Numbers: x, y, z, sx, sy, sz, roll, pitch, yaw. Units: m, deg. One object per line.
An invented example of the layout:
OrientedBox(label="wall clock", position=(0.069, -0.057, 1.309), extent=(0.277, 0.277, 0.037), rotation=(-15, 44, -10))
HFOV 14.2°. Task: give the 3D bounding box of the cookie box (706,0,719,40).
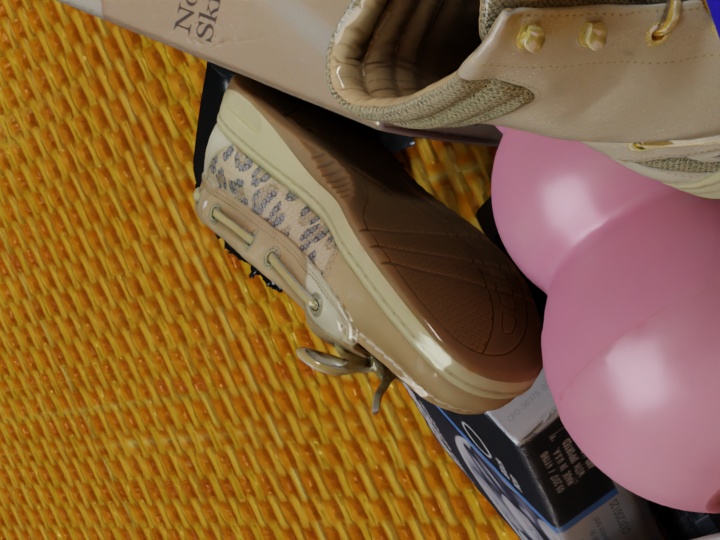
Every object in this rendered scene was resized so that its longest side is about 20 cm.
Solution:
OrientedBox(label="cookie box", position=(0.153, -0.145, 0.624), extent=(0.075, 0.200, 0.172), rotation=(3, 116, 65))

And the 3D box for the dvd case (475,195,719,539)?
OrientedBox(label="dvd case", position=(0.123, 0.034, 1.094), extent=(0.200, 0.025, 0.150), rotation=(59, 157, 8))

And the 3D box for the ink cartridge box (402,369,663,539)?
OrientedBox(label="ink cartridge box", position=(0.043, 0.041, 1.163), extent=(0.200, 0.043, 0.198), rotation=(50, 174, 36))

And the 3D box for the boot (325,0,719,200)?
OrientedBox(label="boot", position=(0.100, -0.086, 0.806), extent=(0.200, 0.154, 0.072), rotation=(-35, 56, 45))

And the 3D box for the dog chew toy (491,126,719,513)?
OrientedBox(label="dog chew toy", position=(0.100, -0.022, 0.972), extent=(0.200, 0.124, 0.125), rotation=(64, 158, 18))

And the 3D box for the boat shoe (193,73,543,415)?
OrientedBox(label="boat shoe", position=(0.000, 0.000, 1.043), extent=(0.063, 0.073, 0.200), rotation=(-62, 36, 19))

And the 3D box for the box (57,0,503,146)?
OrientedBox(label="box", position=(-0.023, -0.119, 1.097), extent=(0.200, 0.078, 0.095), rotation=(22, 103, 43))

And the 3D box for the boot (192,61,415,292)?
OrientedBox(label="boot", position=(-0.053, -0.095, 1.273), extent=(0.198, 0.073, 0.163), rotation=(46, 151, 27))

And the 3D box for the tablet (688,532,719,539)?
OrientedBox(label="tablet", position=(0.145, 0.143, 1.082), extent=(0.130, 0.014, 0.200), rotation=(33, 158, -14))
